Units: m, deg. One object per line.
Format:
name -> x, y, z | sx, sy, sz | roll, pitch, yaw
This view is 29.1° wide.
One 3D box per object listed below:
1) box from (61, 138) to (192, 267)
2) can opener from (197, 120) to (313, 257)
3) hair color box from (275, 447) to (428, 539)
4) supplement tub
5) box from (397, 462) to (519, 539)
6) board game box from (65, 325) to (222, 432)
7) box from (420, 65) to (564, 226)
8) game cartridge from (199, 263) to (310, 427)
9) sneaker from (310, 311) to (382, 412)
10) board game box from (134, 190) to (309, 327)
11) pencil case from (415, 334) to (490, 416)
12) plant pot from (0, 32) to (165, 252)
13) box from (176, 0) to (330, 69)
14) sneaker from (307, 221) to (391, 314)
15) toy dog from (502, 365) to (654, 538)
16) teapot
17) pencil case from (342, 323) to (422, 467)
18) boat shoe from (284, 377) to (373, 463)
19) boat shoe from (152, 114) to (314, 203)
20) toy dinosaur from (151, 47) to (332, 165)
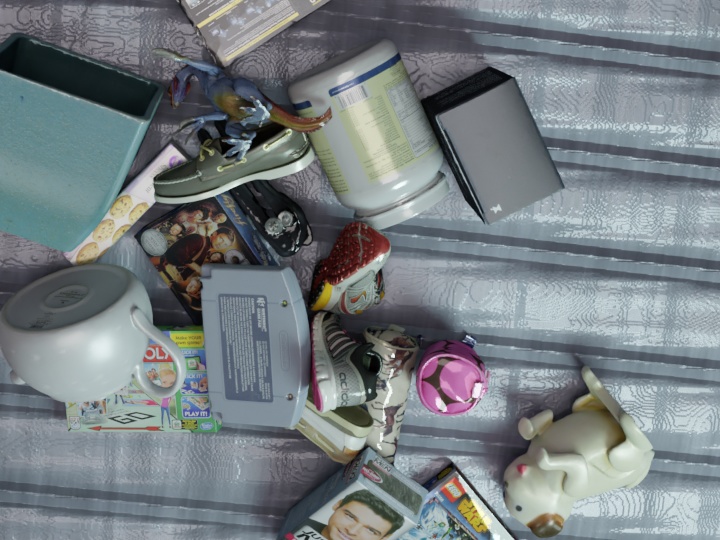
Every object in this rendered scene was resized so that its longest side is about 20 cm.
box -> -0.291, -0.079, 1.737 | 0.200, 0.039, 0.041 | -44, 102, 6
can opener -> -0.135, -0.102, 1.729 | 0.063, 0.079, 0.200 | -41, 91, -3
hair color box -> -0.014, 0.318, 1.784 | 0.099, 0.061, 0.200 | 37, 132, -11
supplement tub -> 0.014, -0.163, 1.685 | 0.144, 0.145, 0.201 | -25, 103, 2
box -> 0.134, 0.376, 1.868 | 0.137, 0.040, 0.200 | -38, 102, 6
board game box -> -0.280, 0.138, 1.772 | 0.199, 0.029, 0.135 | -1, 103, 9
box -> 0.155, -0.153, 1.669 | 0.104, 0.200, 0.149 | -26, 103, 2
game cartridge -> -0.127, 0.091, 1.705 | 0.132, 0.041, 0.201 | 4, 104, 24
sneaker -> -0.017, 0.112, 1.718 | 0.087, 0.200, 0.074 | -1, 113, -4
board game box -> -0.174, 0.005, 1.740 | 0.135, 0.035, 0.200 | -27, 104, 27
pencil case -> 0.117, 0.132, 1.732 | 0.093, 0.200, 0.091 | 22, 95, 4
plant pot -> -0.362, -0.142, 1.648 | 0.195, 0.196, 0.201 | 19, 108, -8
box -> -0.129, -0.363, 1.680 | 0.199, 0.049, 0.162 | -32, 101, 4
sneaker -> 0.000, 0.000, 1.714 | 0.082, 0.200, 0.078 | 14, 68, -14
toy dog -> 0.272, 0.252, 1.817 | 0.200, 0.140, 0.194 | -37, 139, 3
teapot -> -0.330, 0.093, 1.674 | 0.196, 0.200, 0.147 | -21, 117, -14
pencil case -> 0.025, 0.171, 1.792 | 0.077, 0.089, 0.201 | 17, 106, 23
boat shoe -> -0.079, 0.171, 1.762 | 0.200, 0.075, 0.069 | 34, 115, 23
boat shoe -> -0.159, -0.134, 1.664 | 0.201, 0.072, 0.061 | -16, 121, 5
toy dinosaur -> -0.159, -0.197, 1.653 | 0.199, 0.182, 0.105 | 7, 118, -22
